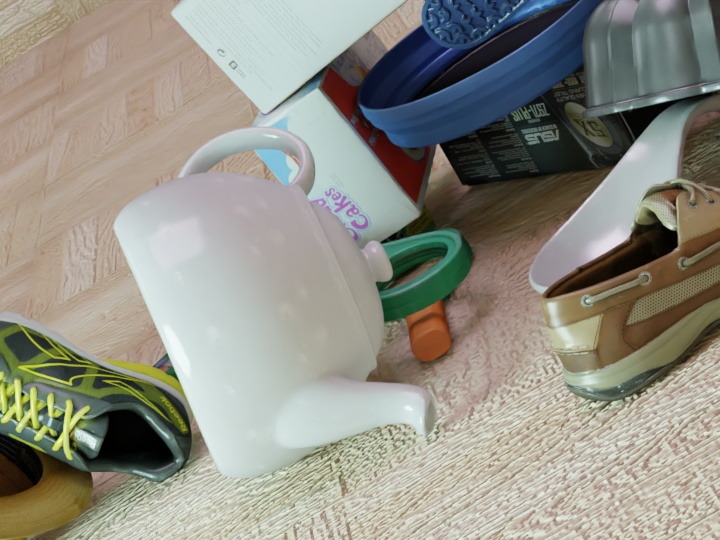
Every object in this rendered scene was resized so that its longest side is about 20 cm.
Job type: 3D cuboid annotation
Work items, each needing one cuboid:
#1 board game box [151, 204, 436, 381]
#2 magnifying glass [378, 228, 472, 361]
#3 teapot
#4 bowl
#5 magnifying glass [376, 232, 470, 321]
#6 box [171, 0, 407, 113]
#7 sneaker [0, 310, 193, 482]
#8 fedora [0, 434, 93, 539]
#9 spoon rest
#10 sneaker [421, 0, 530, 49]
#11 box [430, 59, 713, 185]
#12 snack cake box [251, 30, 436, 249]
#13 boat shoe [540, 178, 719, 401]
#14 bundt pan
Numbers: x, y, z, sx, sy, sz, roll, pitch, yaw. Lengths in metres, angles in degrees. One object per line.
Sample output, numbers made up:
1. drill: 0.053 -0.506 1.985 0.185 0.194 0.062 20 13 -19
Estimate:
1. board game box: -0.050 0.023 1.624 0.134 0.029 0.200 -11 25 46
2. magnifying glass: 0.039 0.016 1.502 0.079 0.022 0.200 -29 18 7
3. teapot: -0.052 0.016 1.385 0.146 0.201 0.197 -24 6 -6
4. bowl: 0.092 -0.150 1.557 0.200 0.039 0.201 -30 18 11
5. magnifying glass: 0.000 0.000 1.505 0.080 0.022 0.200 -38 20 -24
6. box: -0.013 -0.213 1.534 0.200 0.098 0.124 -34 13 45
7. sneaker: -0.194 0.082 1.473 0.085 0.199 0.075 -125 51 -65
8. fedora: -0.271 0.150 1.487 0.200 0.082 0.201 10 19 -3
9. spoon rest: 0.175 -0.047 1.377 0.200 0.061 0.099 -40 19 -30
10. sneaker: 0.126 -0.219 1.503 0.199 0.070 0.078 -26 26 24
11. box: 0.163 -0.147 1.635 0.164 0.086 0.200 -42 20 -31
12. snack cake box: -0.007 -0.101 1.648 0.067 0.115 0.200 -34 15 19
13. boat shoe: 0.180 -0.012 1.242 0.200 0.074 0.076 -37 18 -19
14. bundt pan: 0.228 -0.151 1.431 0.201 0.076 0.202 -12 4 1
